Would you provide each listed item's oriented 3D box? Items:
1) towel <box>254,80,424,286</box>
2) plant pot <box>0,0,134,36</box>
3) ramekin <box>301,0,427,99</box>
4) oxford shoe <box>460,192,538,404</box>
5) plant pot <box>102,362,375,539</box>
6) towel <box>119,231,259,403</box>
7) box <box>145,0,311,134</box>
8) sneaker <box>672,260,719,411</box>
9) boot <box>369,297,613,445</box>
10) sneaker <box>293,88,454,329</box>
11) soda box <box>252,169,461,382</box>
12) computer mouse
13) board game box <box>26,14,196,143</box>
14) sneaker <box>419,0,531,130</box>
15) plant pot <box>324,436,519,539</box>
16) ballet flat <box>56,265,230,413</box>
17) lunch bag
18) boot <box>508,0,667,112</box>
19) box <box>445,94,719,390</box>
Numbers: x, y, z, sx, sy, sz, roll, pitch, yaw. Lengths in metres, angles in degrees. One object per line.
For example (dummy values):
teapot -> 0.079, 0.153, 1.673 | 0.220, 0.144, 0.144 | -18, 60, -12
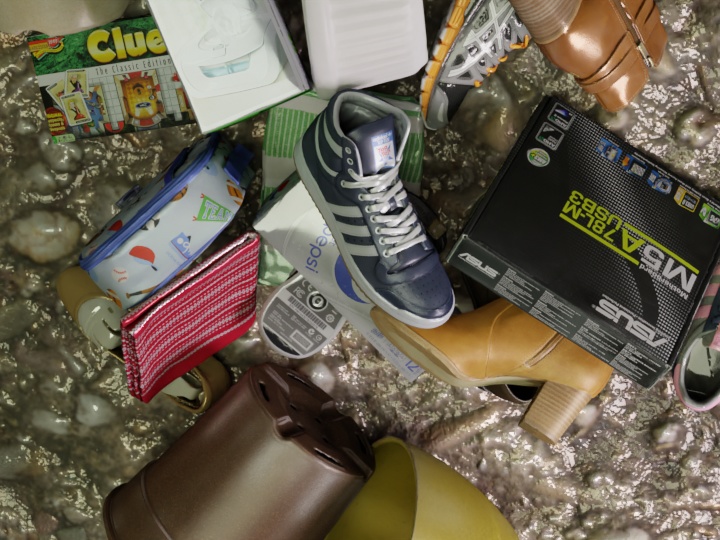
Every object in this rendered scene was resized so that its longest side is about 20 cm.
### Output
towel -> -0.022, -0.070, 1.477 | 0.152, 0.023, 0.200 | 10, 111, 9
plant pot -> -0.267, -0.307, 1.375 | 0.200, 0.201, 0.184 | 3, 122, 12
ramekin -> 0.001, -0.242, 1.320 | 0.094, 0.202, 0.203 | -6, 108, 3
oxford shoe -> 0.137, 0.024, 1.432 | 0.073, 0.084, 0.200 | -18, 114, -23
plant pot -> -0.103, 0.205, 1.516 | 0.200, 0.200, 0.198 | 40, 105, -3
towel -> -0.148, 0.045, 1.440 | 0.145, 0.200, 0.022 | -36, 75, -17
box -> -0.113, -0.212, 1.333 | 0.097, 0.200, 0.177 | -23, 97, 2
sneaker -> 0.327, 0.034, 1.398 | 0.070, 0.082, 0.200 | 20, 113, 6
boot -> 0.123, 0.038, 1.369 | 0.201, 0.071, 0.144 | 32, 77, -1
sneaker -> 0.021, -0.053, 1.303 | 0.200, 0.070, 0.109 | 56, 149, 13
soda box -> 0.000, 0.000, 1.411 | 0.063, 0.068, 0.200 | -41, 101, 17
computer mouse -> -0.017, -0.004, 1.470 | 0.110, 0.044, 0.200 | 41, 108, -11
board game box -> -0.200, -0.180, 1.481 | 0.200, 0.023, 0.105 | -7, 106, 16
sneaker -> 0.107, -0.203, 1.371 | 0.077, 0.078, 0.200 | 23, 115, -5
plant pot -> 0.064, 0.270, 1.507 | 0.142, 0.200, 0.200 | 20, 115, -21
ballet flat -> -0.212, 0.066, 1.550 | 0.200, 0.063, 0.069 | 34, 116, 0
lunch bag -> -0.163, -0.051, 1.424 | 0.160, 0.200, 0.076 | -43, 101, 10
boot -> 0.213, -0.244, 1.329 | 0.155, 0.074, 0.200 | 43, 81, -31
box -> 0.196, -0.028, 1.351 | 0.200, 0.193, 0.048 | 33, 140, 1
